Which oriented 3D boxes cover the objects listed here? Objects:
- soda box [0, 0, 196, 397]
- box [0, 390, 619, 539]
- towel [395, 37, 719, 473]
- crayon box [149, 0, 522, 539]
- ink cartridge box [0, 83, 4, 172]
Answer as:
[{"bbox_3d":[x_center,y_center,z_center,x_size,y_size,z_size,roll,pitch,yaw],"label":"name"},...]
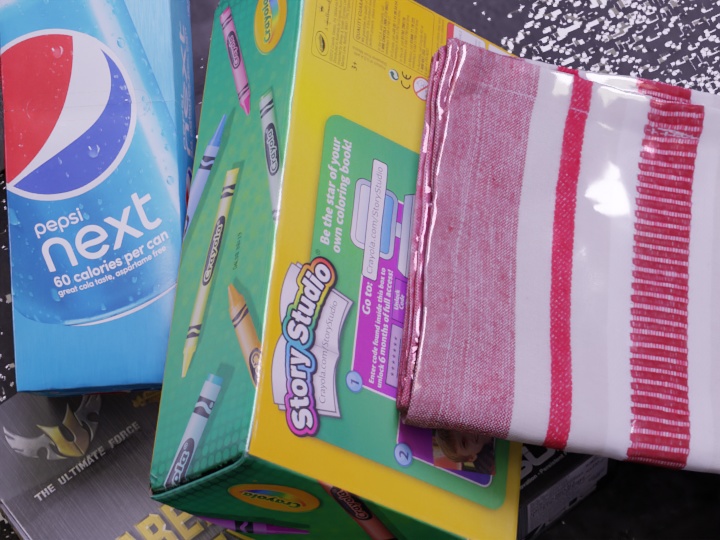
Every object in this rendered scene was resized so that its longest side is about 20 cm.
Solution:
[{"bbox_3d":[-0.094,-0.056,0.878,0.064,0.068,0.201,-4,86,2],"label":"soda box"},{"bbox_3d":[-0.026,0.070,0.912,0.200,0.048,0.158,-35,67,-13],"label":"box"},{"bbox_3d":[0.115,0.001,0.836,0.199,0.023,0.144,9,65,-9],"label":"towel"},{"bbox_3d":[0.000,0.000,0.851,0.119,0.058,0.200,25,58,-32],"label":"crayon box"},{"bbox_3d":[-0.186,-0.075,0.959,0.067,0.117,0.200,36,70,20],"label":"ink cartridge box"}]
